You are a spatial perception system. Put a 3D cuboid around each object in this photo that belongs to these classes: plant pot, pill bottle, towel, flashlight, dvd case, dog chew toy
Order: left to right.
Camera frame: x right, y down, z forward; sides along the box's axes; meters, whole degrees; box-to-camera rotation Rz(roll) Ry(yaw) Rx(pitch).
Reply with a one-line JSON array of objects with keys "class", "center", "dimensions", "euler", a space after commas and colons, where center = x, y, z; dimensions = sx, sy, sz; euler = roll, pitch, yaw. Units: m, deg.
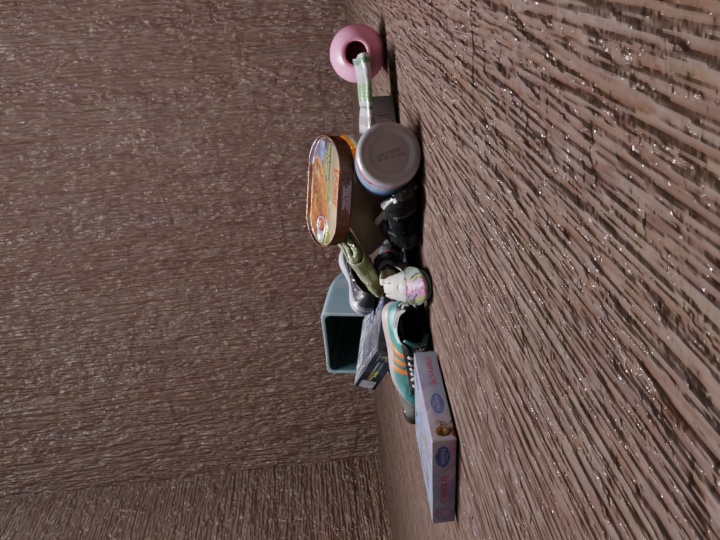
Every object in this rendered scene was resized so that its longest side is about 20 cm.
[{"class": "towel", "center": [-0.020, -0.045, 1.460], "dimensions": [0.201, 0.036, 0.149], "euler": [57, 180, 38]}, {"class": "dog chew toy", "center": [-0.003, -0.491, 1.709], "dimensions": [0.200, 0.123, 0.126], "euler": [-71, -24, -75]}, {"class": "towel", "center": [0.007, -0.343, 1.561], "dimensions": [0.149, 0.030, 0.202], "euler": [-103, 9, -78]}, {"class": "plant pot", "center": [0.014, -0.148, 1.504], "dimensions": [0.201, 0.134, 0.200], "euler": [57, 180, 0]}, {"class": "plant pot", "center": [0.018, 0.103, 1.772], "dimensions": [0.201, 0.193, 0.198], "euler": [-86, -6, -49]}, {"class": "pill bottle", "center": [0.043, -0.187, 1.317], "dimensions": [0.200, 0.107, 0.110], "euler": [136, 128, -87]}, {"class": "flashlight", "center": [0.061, -0.027, 1.678], "dimensions": [0.068, 0.068, 0.200], "euler": [-56, 7, 15]}, {"class": "dvd case", "center": [0.105, 0.061, 1.491], "dimensions": [0.143, 0.017, 0.202], "euler": [86, 177, -56]}]

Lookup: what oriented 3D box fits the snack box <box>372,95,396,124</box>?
[{"class": "snack box", "center": [0.051, -0.262, 1.625], "dimensions": [0.200, 0.052, 0.144], "euler": [91, 175, -69]}]

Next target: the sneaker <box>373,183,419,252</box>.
[{"class": "sneaker", "center": [0.083, -0.088, 1.335], "dimensions": [0.088, 0.075, 0.200], "euler": [60, 170, 6]}]

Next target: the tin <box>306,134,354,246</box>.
[{"class": "tin", "center": [-0.055, -0.144, 1.365], "dimensions": [0.112, 0.041, 0.202], "euler": [32, 122, 56]}]

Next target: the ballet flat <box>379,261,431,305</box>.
[{"class": "ballet flat", "center": [0.072, 0.022, 1.354], "dimensions": [0.200, 0.070, 0.070], "euler": [-133, 42, -77]}]

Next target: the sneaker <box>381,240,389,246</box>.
[{"class": "sneaker", "center": [0.034, -0.095, 1.700], "dimensions": [0.200, 0.114, 0.075], "euler": [-100, 3, -78]}]

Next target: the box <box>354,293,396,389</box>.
[{"class": "box", "center": [0.040, 0.132, 1.520], "dimensions": [0.200, 0.050, 0.159], "euler": [116, 164, -58]}]

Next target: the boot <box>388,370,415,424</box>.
[{"class": "boot", "center": [0.092, 0.194, 1.498], "dimensions": [0.131, 0.067, 0.201], "euler": [80, 174, -54]}]

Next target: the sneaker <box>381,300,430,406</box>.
[{"class": "sneaker", "center": [0.093, 0.153, 1.359], "dimensions": [0.080, 0.071, 0.202], "euler": [-6, 102, 68]}]

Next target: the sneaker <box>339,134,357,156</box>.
[{"class": "sneaker", "center": [-0.013, -0.227, 1.690], "dimensions": [0.093, 0.075, 0.201], "euler": [-82, -21, -46]}]

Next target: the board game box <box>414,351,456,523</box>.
[{"class": "board game box", "center": [0.124, 0.277, 1.263], "dimensions": [0.201, 0.041, 0.201], "euler": [-98, 3, -53]}]

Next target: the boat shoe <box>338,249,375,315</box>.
[{"class": "boat shoe", "center": [0.000, 0.000, 1.552], "dimensions": [0.201, 0.069, 0.067], "euler": [-97, 24, -48]}]
